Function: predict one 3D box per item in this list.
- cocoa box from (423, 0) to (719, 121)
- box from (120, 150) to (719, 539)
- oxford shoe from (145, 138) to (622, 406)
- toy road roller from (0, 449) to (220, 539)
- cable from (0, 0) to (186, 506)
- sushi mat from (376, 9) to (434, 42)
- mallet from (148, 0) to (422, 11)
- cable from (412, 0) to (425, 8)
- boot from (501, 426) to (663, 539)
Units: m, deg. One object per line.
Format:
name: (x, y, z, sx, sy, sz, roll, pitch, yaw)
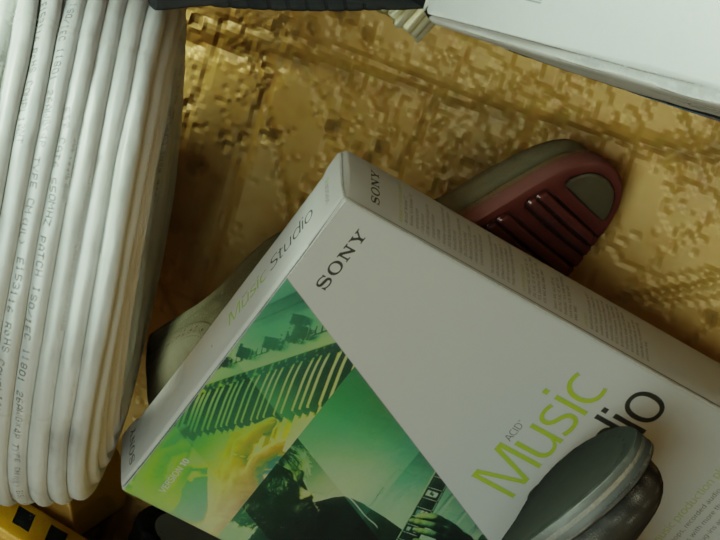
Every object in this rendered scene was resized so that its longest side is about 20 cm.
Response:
cocoa box: (0.132, -0.139, 0.742, 0.133, 0.131, 0.200, 21, 95, 45)
box: (0.036, 0.063, 0.908, 0.200, 0.036, 0.144, 29, 117, -17)
oxford shoe: (0.000, 0.000, 0.941, 0.200, 0.070, 0.075, -31, 52, 12)
toy road roller: (-0.145, 0.135, 0.994, 0.200, 0.146, 0.123, 29, 110, 15)
cable: (-0.106, -0.012, 0.911, 0.069, 0.200, 0.200, 10, 126, -3)
sushi mat: (0.050, -0.172, 0.857, 0.096, 0.012, 0.200, 34, 109, -30)
mallet: (0.031, -0.105, 0.864, 0.200, 0.041, 0.066, 7, 102, -13)
cable: (0.069, -0.168, 0.797, 0.200, 0.163, 0.051, -60, 35, 2)
boot: (0.108, 0.161, 0.882, 0.174, 0.069, 0.200, 33, 129, 5)
